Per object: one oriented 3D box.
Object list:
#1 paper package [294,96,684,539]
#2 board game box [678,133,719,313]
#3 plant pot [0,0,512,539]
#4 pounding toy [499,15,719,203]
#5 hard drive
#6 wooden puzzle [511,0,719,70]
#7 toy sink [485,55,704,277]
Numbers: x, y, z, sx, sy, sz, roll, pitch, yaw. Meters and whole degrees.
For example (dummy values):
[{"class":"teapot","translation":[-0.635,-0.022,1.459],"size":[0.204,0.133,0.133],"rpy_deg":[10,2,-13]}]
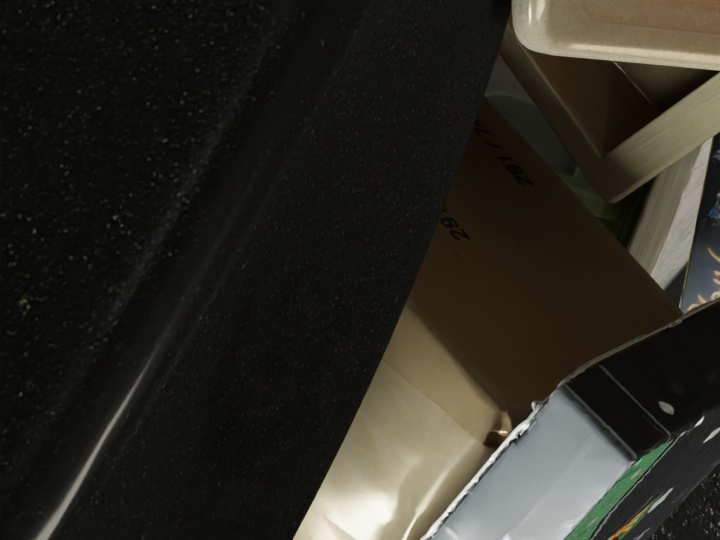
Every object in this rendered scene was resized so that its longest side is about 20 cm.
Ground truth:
[{"class":"paper package","translation":[0.000,0.000,0.800],"size":[0.104,0.200,0.190],"rpy_deg":[-50,164,25]},{"class":"board game box","translation":[0.173,-0.074,0.948],"size":[0.136,0.034,0.200],"rpy_deg":[-69,167,-49]},{"class":"plant pot","translation":[-0.075,-0.049,0.510],"size":[0.178,0.200,0.200],"rpy_deg":[-55,166,-1]},{"class":"pounding toy","translation":[0.114,-0.165,0.720],"size":[0.142,0.200,0.184],"rpy_deg":[-34,178,-31]},{"class":"hard drive","translation":[0.078,0.074,0.747],"size":[0.140,0.038,0.200],"rpy_deg":[-53,164,27]},{"class":"wooden puzzle","translation":[0.115,-0.144,0.582],"size":[0.200,0.186,0.037],"rpy_deg":[2,175,-38]},{"class":"toy sink","translation":[0.080,-0.037,0.953],"size":[0.200,0.112,0.131],"rpy_deg":[-51,161,-72]}]
